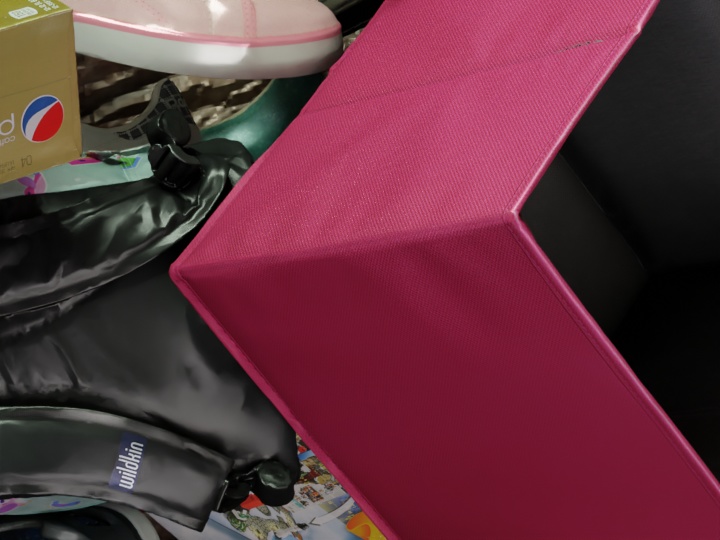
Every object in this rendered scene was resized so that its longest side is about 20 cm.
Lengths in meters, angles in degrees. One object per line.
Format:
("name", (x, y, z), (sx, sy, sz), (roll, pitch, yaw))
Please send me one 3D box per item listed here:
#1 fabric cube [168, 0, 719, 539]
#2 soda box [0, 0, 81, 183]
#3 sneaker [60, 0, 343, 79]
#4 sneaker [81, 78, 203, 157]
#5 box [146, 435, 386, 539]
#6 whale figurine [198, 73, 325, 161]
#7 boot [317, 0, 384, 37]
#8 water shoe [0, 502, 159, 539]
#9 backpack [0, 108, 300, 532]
("fabric cube", (0.090, -0.007, 0.988), (0.196, 0.199, 0.200), (50, 57, -23))
("soda box", (-0.190, -0.098, 0.999), (0.068, 0.200, 0.064), (-20, 124, -31))
("sneaker", (-0.099, -0.145, 1.061), (0.199, 0.075, 0.105), (13, 107, 5))
("sneaker", (-0.166, -0.028, 1.137), (0.199, 0.076, 0.081), (-12, 90, -6))
("box", (-0.019, 0.099, 1.183), (0.136, 0.038, 0.200), (-21, 138, 20))
("whale figurine", (0.000, 0.000, 1.194), (0.159, 0.104, 0.200), (-34, 122, -2))
("boot", (0.053, -0.108, 1.171), (0.203, 0.073, 0.154), (-31, 124, -14))
("water shoe", (-0.182, 0.136, 1.089), (0.199, 0.072, 0.079), (-19, 165, 23))
("backpack", (-0.134, 0.034, 1.042), (0.199, 0.127, 0.168), (-9, 85, -9))
